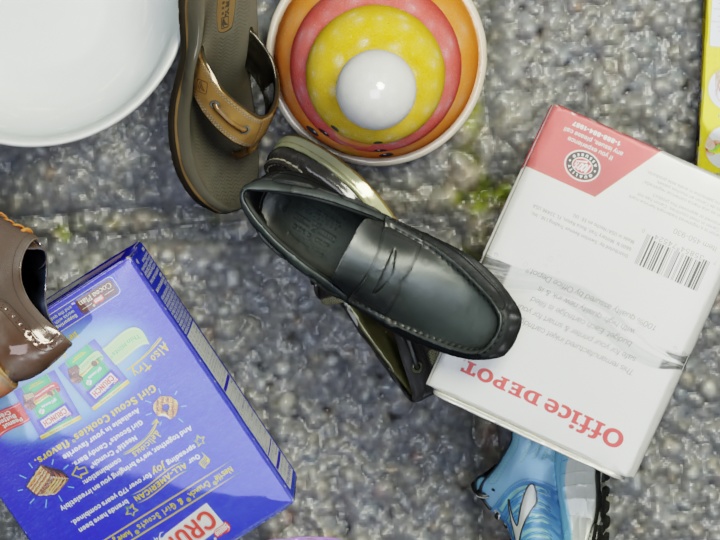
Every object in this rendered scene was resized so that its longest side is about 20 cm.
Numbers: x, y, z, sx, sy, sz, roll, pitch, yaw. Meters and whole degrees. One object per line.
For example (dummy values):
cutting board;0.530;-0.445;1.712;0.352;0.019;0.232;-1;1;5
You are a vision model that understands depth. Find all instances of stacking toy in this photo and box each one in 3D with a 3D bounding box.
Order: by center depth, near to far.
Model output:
stacking toy;0.006;-0.125;1.627;0.146;0.200;0.146;1;101;3

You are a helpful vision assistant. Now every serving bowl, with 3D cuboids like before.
serving bowl;-0.210;-0.176;1.683;0.200;0.066;0.200;0;87;-1

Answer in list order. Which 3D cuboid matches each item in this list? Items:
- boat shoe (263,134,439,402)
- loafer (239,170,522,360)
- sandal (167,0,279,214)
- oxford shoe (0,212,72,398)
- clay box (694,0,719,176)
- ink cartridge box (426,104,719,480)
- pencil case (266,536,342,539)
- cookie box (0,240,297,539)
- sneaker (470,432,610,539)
boat shoe;0.000;0.000;1.711;0.065;0.073;0.200;-44;98;-23
loafer;0.008;-0.002;1.621;0.201;0.070;0.068;31;101;23
sandal;-0.079;-0.124;1.671;0.055;0.082;0.200;21;120;29
oxford shoe;-0.243;-0.014;1.696;0.073;0.071;0.200;-27;67;7
clay box;0.278;-0.099;1.699;0.115;0.048;0.200;3;103;4
ink cartridge box;0.149;0.013;1.659;0.147;0.083;0.200;25;94;6
pencil case;-0.038;0.282;1.772;0.084;0.086;0.200;-3;101;1
cookie box;-0.166;0.111;1.746;0.171;0.075;0.200;-32;98;8
sneaker;0.120;0.163;1.758;0.090;0.078;0.200;7;97;17
